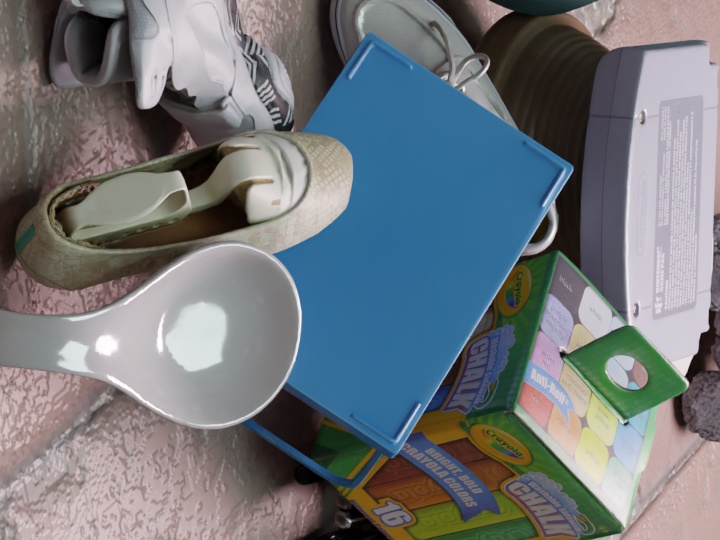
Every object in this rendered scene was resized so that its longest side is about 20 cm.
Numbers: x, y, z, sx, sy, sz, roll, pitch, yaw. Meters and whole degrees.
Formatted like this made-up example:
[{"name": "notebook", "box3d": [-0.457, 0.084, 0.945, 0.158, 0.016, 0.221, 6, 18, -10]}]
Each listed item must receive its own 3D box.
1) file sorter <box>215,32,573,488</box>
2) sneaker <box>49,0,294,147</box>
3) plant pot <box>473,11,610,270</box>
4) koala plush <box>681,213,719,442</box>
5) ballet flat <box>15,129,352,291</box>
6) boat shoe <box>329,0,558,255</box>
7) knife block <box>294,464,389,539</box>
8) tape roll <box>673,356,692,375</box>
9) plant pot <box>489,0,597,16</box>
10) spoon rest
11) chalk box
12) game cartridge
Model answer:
[{"name": "file sorter", "box3d": [0.000, 0.000, 1.615, 0.201, 0.138, 0.123, -57, 180, -21]}, {"name": "sneaker", "box3d": [-0.104, -0.106, 1.535, 0.115, 0.075, 0.201, -46, 138, -35]}, {"name": "plant pot", "box3d": [0.139, -0.066, 1.834, 0.200, 0.092, 0.202, -14, 106, -59]}, {"name": "koala plush", "box3d": [0.358, 0.028, 2.267, 0.200, 0.183, 0.179, -45, 134, -63]}, {"name": "ballet flat", "box3d": [-0.084, -0.035, 1.500, 0.199, 0.062, 0.068, -19, 72, -24]}, {"name": "boat shoe", "box3d": [0.052, -0.092, 1.712, 0.203, 0.074, 0.086, 57, -2, -6]}, {"name": "knife block", "box3d": [0.031, 0.126, 1.812, 0.201, 0.064, 0.176, -64, 145, -29]}, {"name": "tape roll", "box3d": [0.180, -0.001, 2.036, 0.202, 0.070, 0.204, -16, 109, -58]}, {"name": "plant pot", "box3d": [0.119, -0.241, 1.801, 0.200, 0.200, 0.135, -36, 157, -52]}, {"name": "spoon rest", "box3d": [-0.116, 0.033, 1.461, 0.199, 0.061, 0.100, 0, 101, -29]}, {"name": "chalk box", "box3d": [0.094, 0.082, 1.680, 0.125, 0.199, 0.124, 45, 46, -30]}, {"name": "game cartridge", "box3d": [0.180, -0.041, 1.782, 0.133, 0.040, 0.202, -13, 106, -62]}]
